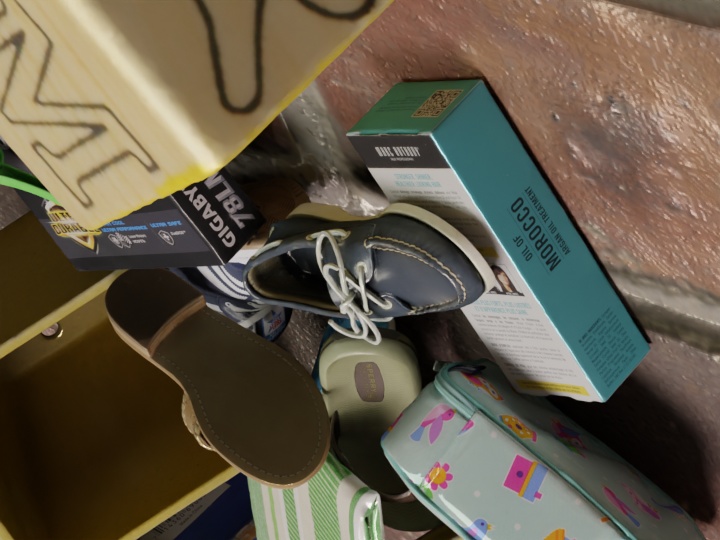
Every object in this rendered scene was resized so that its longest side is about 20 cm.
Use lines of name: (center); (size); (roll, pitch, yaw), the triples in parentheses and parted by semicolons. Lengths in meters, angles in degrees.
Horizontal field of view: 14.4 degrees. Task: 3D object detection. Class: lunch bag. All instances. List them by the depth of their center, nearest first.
lunch bag: (0.112, 0.131, 1.705); (0.200, 0.077, 0.160); (41, -165, 12)

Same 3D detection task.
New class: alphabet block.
alphabet block: (-0.117, -0.167, 1.524); (0.200, 0.195, 0.196); (50, 155, -11)

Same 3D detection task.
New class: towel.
towel: (-0.029, 0.162, 1.841); (0.200, 0.023, 0.153); (-138, 34, -56)

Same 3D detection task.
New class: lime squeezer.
lime squeezer: (-0.253, -0.092, 1.776); (0.200, 0.038, 0.071); (47, 157, -1)

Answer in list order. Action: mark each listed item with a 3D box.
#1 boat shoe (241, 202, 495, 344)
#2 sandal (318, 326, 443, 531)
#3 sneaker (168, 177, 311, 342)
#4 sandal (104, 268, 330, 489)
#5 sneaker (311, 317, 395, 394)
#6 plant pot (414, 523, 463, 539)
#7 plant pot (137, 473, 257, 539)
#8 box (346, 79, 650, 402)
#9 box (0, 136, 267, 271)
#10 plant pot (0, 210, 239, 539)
boat shoe: (0.000, 0.000, 1.639); (0.200, 0.062, 0.075); (12, 137, 53)
sandal: (0.013, 0.111, 1.802); (0.080, 0.057, 0.201); (-11, 142, 7)
sneaker: (-0.062, 0.004, 1.833); (0.109, 0.070, 0.200); (58, 158, -17)
sandal: (-0.083, 0.080, 1.818); (0.212, 0.078, 0.070); (42, 162, 34)
sneaker: (0.003, 0.086, 1.876); (0.081, 0.077, 0.200); (18, 148, 0)
plant pot: (0.110, 0.245, 1.830); (0.189, 0.200, 0.201); (62, 153, -1)
plant pot: (-0.114, 0.226, 2.107); (0.200, 0.200, 0.180); (27, 144, 33)
box: (0.080, -0.016, 1.625); (0.082, 0.049, 0.200); (4, 133, 54)
box: (-0.176, -0.088, 1.765); (0.199, 0.050, 0.200); (52, 154, -22)
plant pot: (-0.212, 0.061, 1.996); (0.196, 0.194, 0.200); (59, 177, -36)
